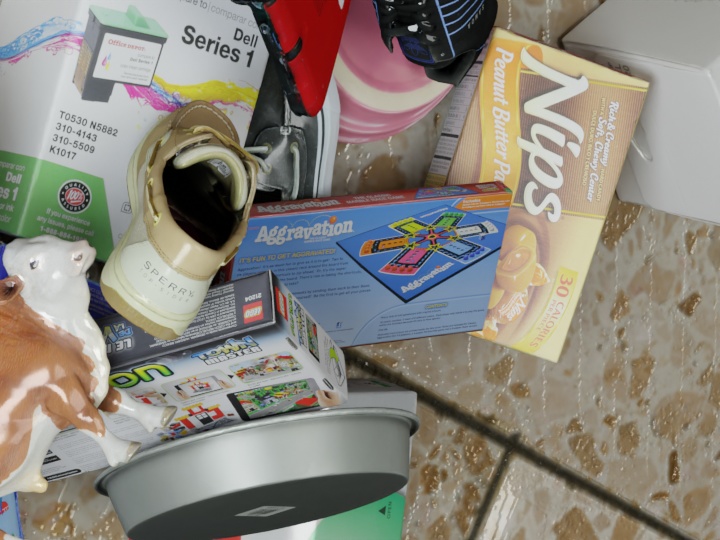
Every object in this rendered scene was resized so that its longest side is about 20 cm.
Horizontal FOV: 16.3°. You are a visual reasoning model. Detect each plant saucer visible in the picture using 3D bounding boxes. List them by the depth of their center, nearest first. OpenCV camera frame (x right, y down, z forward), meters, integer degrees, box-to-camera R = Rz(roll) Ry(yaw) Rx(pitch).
[{"bbox_3d":[0.012,-0.179,1.606,0.200,0.051,0.201,-11,106,-40],"label":"plant saucer"}]

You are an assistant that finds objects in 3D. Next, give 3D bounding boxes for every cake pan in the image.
[{"bbox_3d":[-0.058,0.125,1.498,0.200,0.200,0.037,1,72,-41],"label":"cake pan"}]

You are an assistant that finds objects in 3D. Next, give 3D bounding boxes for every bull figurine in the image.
[{"bbox_3d":[-0.178,0.078,1.339,0.200,0.121,0.065,-54,175,11],"label":"bull figurine"}]

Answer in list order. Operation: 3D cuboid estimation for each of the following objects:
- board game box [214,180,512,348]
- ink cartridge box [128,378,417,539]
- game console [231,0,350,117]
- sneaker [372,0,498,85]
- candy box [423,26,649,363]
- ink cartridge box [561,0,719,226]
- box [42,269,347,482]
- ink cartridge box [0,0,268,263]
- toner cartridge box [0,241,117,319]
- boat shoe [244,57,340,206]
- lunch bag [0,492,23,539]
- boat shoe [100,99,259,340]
[{"bbox_3d":[0.000,0.000,1.571,0.199,0.019,0.103,-6,122,-31],"label":"board game box"},{"bbox_3d":[-0.056,0.154,1.626,0.200,0.050,0.162,0,99,-43],"label":"ink cartridge box"},{"bbox_3d":[-0.077,-0.212,1.450,0.173,0.118,0.201,68,28,-50],"label":"game console"},{"bbox_3d":[0.038,-0.169,1.515,0.200,0.070,0.078,28,76,-66],"label":"sneaker"},{"bbox_3d":[0.105,-0.051,1.678,0.115,0.055,0.201,18,90,-15],"label":"candy box"},{"bbox_3d":[0.273,-0.148,1.776,0.200,0.144,0.148,-42,125,-25],"label":"ink cartridge box"},{"bbox_3d":[-0.119,0.063,1.414,0.110,0.199,0.035,52,27,-55],"label":"box"},{"bbox_3d":[-0.140,-0.106,1.467,0.145,0.084,0.201,17,87,-42],"label":"ink cartridge box"},{"bbox_3d":[-0.166,0.034,1.468,0.200,0.095,0.043,25,75,-42],"label":"toner cartridge box"},{"bbox_3d":[-0.057,-0.066,1.545,0.071,0.072,0.201,-34,126,-49],"label":"boat shoe"},{"bbox_3d":[-0.267,0.141,1.428,0.200,0.094,0.151,-27,115,-48],"label":"lunch bag"},{"bbox_3d":[-0.086,-0.040,1.358,0.074,0.200,0.066,33,120,-17],"label":"boat shoe"}]
